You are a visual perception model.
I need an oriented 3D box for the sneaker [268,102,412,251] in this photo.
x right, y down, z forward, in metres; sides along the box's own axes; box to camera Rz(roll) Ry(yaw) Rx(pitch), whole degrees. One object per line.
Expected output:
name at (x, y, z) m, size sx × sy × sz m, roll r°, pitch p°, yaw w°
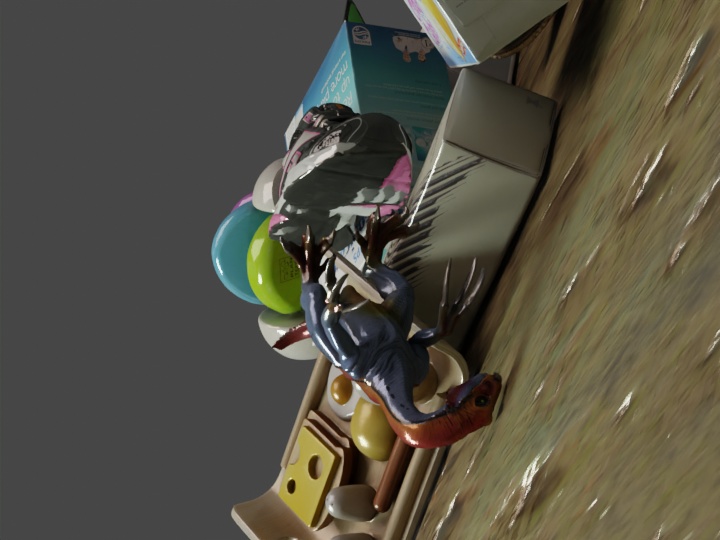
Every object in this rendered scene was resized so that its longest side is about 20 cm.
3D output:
sneaker at (-0.020, -0.080, 1.482) m, size 0.200 × 0.080 × 0.087 m, roll 147°, pitch 130°, yaw -65°

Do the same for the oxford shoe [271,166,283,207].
oxford shoe at (0.000, 0.000, 1.767) m, size 0.071 × 0.201 × 0.071 m, roll -28°, pitch -12°, yaw 30°

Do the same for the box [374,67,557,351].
box at (0.061, -0.027, 1.400) m, size 0.083 × 0.068 × 0.201 m, roll -73°, pitch 3°, yaw -47°

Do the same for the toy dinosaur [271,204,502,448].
toy dinosaur at (0.021, 0.046, 1.251) m, size 0.201 × 0.104 × 0.183 m, roll 99°, pitch 159°, yaw -51°

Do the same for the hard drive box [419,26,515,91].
hard drive box at (0.071, -0.139, 1.799) m, size 0.201 × 0.076 × 0.157 m, roll -75°, pitch 5°, yaw -58°

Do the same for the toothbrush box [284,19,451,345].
toothbrush box at (0.013, -0.061, 1.619) m, size 0.147 × 0.085 × 0.201 m, roll 123°, pitch 145°, yaw -50°

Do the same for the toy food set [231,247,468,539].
toy food set at (-0.016, 0.103, 1.375) m, size 0.143 × 0.060 × 0.202 m, roll 39°, pitch 114°, yaw 49°

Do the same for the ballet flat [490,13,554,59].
ballet flat at (0.134, -0.235, 1.572) m, size 0.202 × 0.070 × 0.065 m, roll -69°, pitch -23°, yaw -13°

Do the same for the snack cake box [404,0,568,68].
snack cake box at (0.093, -0.184, 1.338) m, size 0.115 × 0.067 × 0.200 m, roll -35°, pitch 5°, yaw 0°

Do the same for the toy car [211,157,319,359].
toy car at (-0.051, -0.027, 1.939) m, size 0.199 × 0.149 × 0.177 m, roll -23°, pitch -63°, yaw -48°

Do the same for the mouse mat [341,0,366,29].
mouse mat at (0.023, -0.124, 1.905) m, size 0.162 × 0.007 × 0.201 m, roll -82°, pitch -30°, yaw -54°
